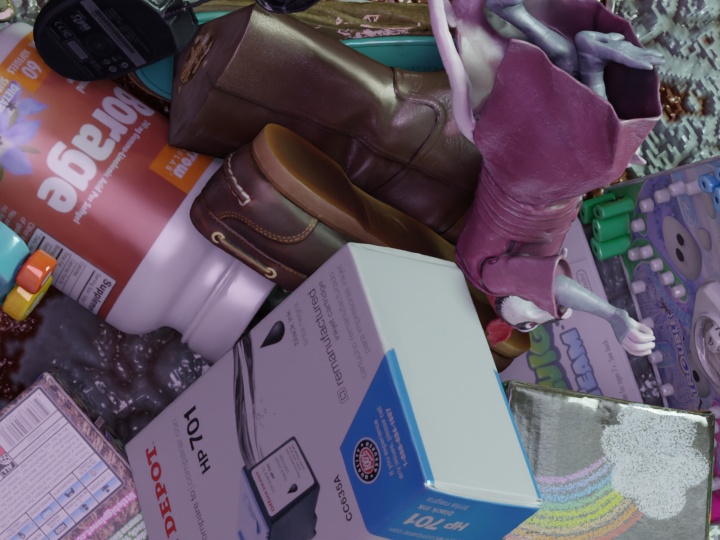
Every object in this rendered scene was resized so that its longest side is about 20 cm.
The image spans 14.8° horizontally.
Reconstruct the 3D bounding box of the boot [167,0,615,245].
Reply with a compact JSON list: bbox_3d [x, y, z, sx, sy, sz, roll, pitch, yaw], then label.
[{"bbox_3d":[0.012,-0.112,1.458,0.200,0.064,0.186,22,114,-20],"label":"boot"}]

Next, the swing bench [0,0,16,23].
[{"bbox_3d":[-0.124,-0.217,1.467,0.200,0.199,0.130,-10,90,-3],"label":"swing bench"}]

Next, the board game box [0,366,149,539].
[{"bbox_3d":[-0.163,0.179,1.516,0.159,0.097,0.200,-40,91,-1],"label":"board game box"}]

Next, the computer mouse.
[{"bbox_3d":[-0.085,-0.144,1.414,0.200,0.034,0.059,-15,131,29],"label":"computer mouse"}]

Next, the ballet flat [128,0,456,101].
[{"bbox_3d":[-0.034,-0.126,1.524,0.200,0.072,0.068,-2,120,-12],"label":"ballet flat"}]

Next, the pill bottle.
[{"bbox_3d":[-0.136,-0.038,1.510,0.200,0.112,0.112,34,89,-2],"label":"pill bottle"}]

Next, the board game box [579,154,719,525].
[{"bbox_3d":[0.189,0.043,1.476,0.026,0.200,0.200,-17,91,-19],"label":"board game box"}]

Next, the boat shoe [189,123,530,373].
[{"bbox_3d":[0.000,0.000,1.471,0.200,0.070,0.070,36,113,-22],"label":"boat shoe"}]

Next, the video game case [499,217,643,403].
[{"bbox_3d":[0.071,0.087,1.523,0.182,0.024,0.200,-16,84,-22],"label":"video game case"}]

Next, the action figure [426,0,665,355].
[{"bbox_3d":[0.082,-0.040,1.398,0.149,0.134,0.200,8,125,-11],"label":"action figure"}]

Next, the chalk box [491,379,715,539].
[{"bbox_3d":[0.098,0.168,1.437,0.124,0.124,0.200,10,79,-20],"label":"chalk box"}]

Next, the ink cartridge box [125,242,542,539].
[{"bbox_3d":[-0.018,0.103,1.409,0.200,0.086,0.146,-41,53,33],"label":"ink cartridge box"}]

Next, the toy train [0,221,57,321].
[{"bbox_3d":[-0.252,-0.023,1.474,0.056,0.200,0.150,-54,128,-20],"label":"toy train"}]
